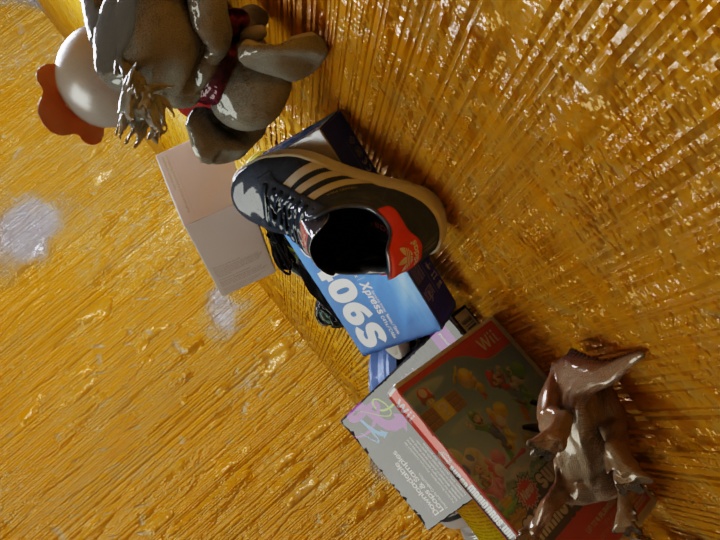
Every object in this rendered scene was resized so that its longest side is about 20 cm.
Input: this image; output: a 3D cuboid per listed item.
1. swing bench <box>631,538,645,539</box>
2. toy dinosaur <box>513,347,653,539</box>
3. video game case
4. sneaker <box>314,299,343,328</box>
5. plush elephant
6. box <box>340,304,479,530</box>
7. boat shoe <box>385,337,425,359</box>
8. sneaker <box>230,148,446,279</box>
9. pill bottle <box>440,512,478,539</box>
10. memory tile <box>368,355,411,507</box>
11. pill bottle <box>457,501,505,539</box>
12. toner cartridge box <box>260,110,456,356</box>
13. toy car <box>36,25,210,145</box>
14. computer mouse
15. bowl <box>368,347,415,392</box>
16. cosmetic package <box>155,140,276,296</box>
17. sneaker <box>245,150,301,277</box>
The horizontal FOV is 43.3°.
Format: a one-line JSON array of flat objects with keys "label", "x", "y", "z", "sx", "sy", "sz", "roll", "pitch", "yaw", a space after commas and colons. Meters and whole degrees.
[{"label": "swing bench", "x": 0.253, "y": 0.321, "z": 0.778, "sx": 0.200, "sy": 0.129, "sz": 0.200, "roll": 52, "pitch": 171, "yaw": -10}, {"label": "toy dinosaur", "x": 0.153, "y": 0.107, "z": 0.627, "sx": 0.136, "sy": 0.084, "sz": 0.203, "roll": -71, "pitch": -20, "yaw": -50}, {"label": "video game case", "x": 0.128, "y": 0.139, "z": 0.703, "sx": 0.200, "sy": 0.142, "sz": 0.018, "roll": 49, "pitch": 134, "yaw": 14}, {"label": "sneaker", "x": -0.010, "y": 0.043, "z": 1.151, "sx": 0.076, "sy": 0.079, "sz": 0.200, "roll": 52, "pitch": 169, "yaw": -3}, {"label": "plush elephant", "x": -0.113, "y": -0.169, "z": 0.686, "sx": 0.153, "sy": 0.164, "sz": 0.203, "roll": 12, "pitch": -121, "yaw": -41}, {"label": "box", "x": 0.081, "y": 0.146, "z": 0.870, "sx": 0.143, "sy": 0.036, "sz": 0.200, "roll": 50, "pitch": 129, "yaw": 8}, {"label": "boat shoe", "x": 0.014, "y": -0.013, "z": 0.865, "sx": 0.202, "sy": 0.060, "sz": 0.074, "roll": 62, "pitch": 161, "yaw": -15}, {"label": "sneaker", "x": -0.035, "y": -0.040, "z": 0.703, "sx": 0.197, "sy": 0.085, "sz": 0.076, "roll": 11, "pitch": 127, "yaw": 31}, {"label": "pill bottle", "x": 0.129, "y": 0.270, "z": 1.212, "sx": 0.201, "sy": 0.119, "sz": 0.119, "roll": 53, "pitch": 171, "yaw": -9}, {"label": "memory tile", "x": 0.045, "y": 0.163, "z": 1.068, "sx": 0.201, "sy": 0.017, "sz": 0.155, "roll": -81, "pitch": -31, "yaw": -52}, {"label": "pill bottle", "x": 0.148, "y": 0.224, "z": 0.964, "sx": 0.201, "sy": 0.112, "sz": 0.113, "roll": 54, "pitch": 170, "yaw": -15}, {"label": "toner cartridge box", "x": -0.007, "y": -0.027, "z": 0.787, "sx": 0.094, "sy": 0.043, "sz": 0.202, "roll": -22, "pitch": 108, "yaw": 35}, {"label": "toy car", "x": -0.209, "y": -0.184, "z": 0.864, "sx": 0.178, "sy": 0.199, "sz": 0.184, "roll": 55, "pitch": 170, "yaw": -25}, {"label": "computer mouse", "x": -0.044, "y": -0.012, "z": 1.036, "sx": 0.199, "sy": 0.046, "sz": 0.142, "roll": 38, "pitch": 158, "yaw": 37}, {"label": "bowl", "x": 0.064, "y": 0.163, "z": 1.036, "sx": 0.203, "sy": 0.039, "sz": 0.201, "roll": -90, "pitch": -26, "yaw": -43}, {"label": "cosmetic package", "x": -0.171, "y": -0.066, "z": 1.109, "sx": 0.201, "sy": 0.084, "sz": 0.109, "roll": 77, "pitch": 168, "yaw": -64}, {"label": "sneaker", "x": -0.081, "y": -0.053, "z": 1.135, "sx": 0.084, "sy": 0.074, "sz": 0.201, "roll": 37, "pitch": 163, "yaw": 54}]
